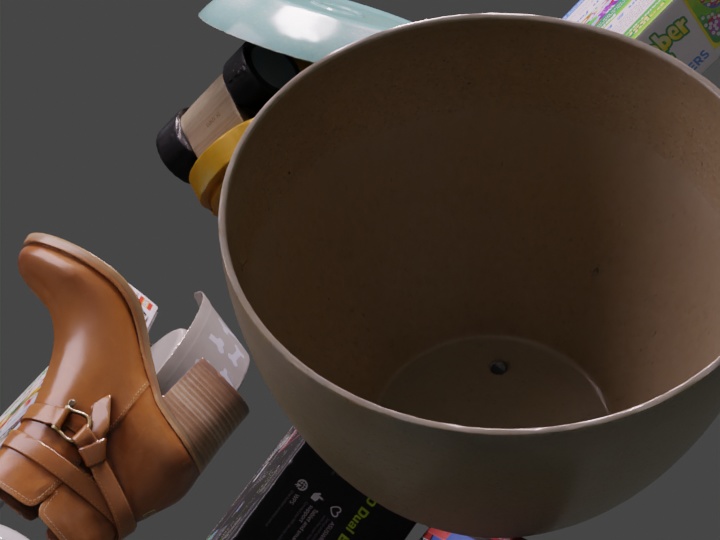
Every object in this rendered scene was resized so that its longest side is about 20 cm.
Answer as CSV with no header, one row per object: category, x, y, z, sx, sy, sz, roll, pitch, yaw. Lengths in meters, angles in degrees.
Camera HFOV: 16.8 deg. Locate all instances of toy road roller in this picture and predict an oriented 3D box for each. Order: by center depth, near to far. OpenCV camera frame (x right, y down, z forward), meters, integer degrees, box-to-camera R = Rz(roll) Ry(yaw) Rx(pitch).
toy road roller,-0.045,-0.081,1.862,0.200,0.146,0.123,-2,-33,-49

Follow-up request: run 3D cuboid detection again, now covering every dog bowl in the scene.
dog bowl,-0.155,0.108,1.710,0.200,0.059,0.200,-47,11,12

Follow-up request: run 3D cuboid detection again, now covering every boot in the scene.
boot,-0.190,0.081,1.571,0.155,0.200,0.074,-44,-18,-17

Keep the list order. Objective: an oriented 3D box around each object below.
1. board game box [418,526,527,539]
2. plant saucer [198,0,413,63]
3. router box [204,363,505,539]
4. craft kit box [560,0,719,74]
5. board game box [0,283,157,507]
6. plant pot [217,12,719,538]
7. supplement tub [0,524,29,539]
board game box,0.032,0.143,0.917,0.103,0.019,0.200,-51,10,-7
plant saucer,-0.021,-0.182,1.836,0.200,0.200,0.036,-99,24,-77
router box,-0.026,0.118,1.074,0.200,0.062,0.150,-52,3,-21
craft kit box,0.146,-0.123,1.355,0.200,0.049,0.198,-46,8,16
board game box,-0.232,0.107,1.769,0.200,0.035,0.126,-45,10,21
plant pot,0.050,0.022,0.901,0.200,0.200,0.135,-56,-22,-36
supplement tub,-0.247,0.218,1.453,0.140,0.140,0.200,-51,10,-16
